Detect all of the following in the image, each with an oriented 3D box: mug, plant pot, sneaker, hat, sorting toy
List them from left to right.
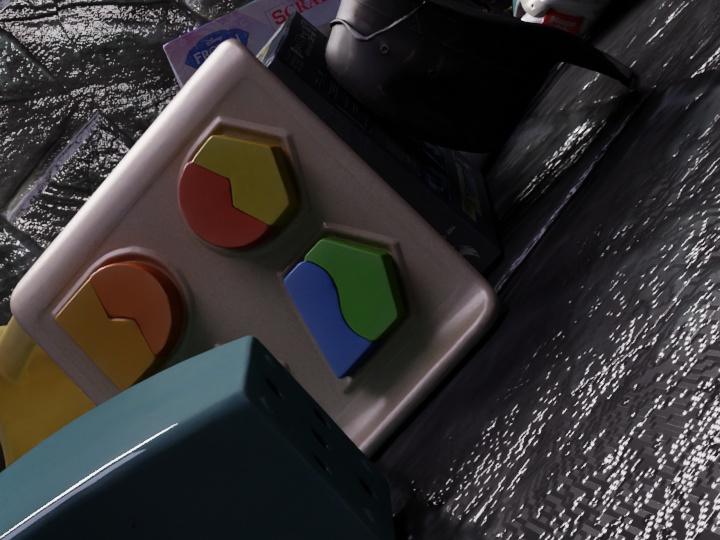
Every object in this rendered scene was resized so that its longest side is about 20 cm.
[{"bbox_3d":[-0.215,0.096,1.097,0.186,0.150,0.153,-16,2,35],"label":"mug"},{"bbox_3d":[-0.089,0.130,0.680,0.200,0.141,0.141,-41,10,8],"label":"plant pot"},{"bbox_3d":[-0.060,0.016,0.828,0.185,0.200,0.036,-48,-15,13],"label":"sorting toy"},{"bbox_3d":[0.041,-0.112,0.910,0.201,0.200,0.081,-107,39,-79],"label":"hat"},{"bbox_3d":[0.148,-0.185,1.073,0.094,0.070,0.200,-69,14,-6],"label":"sneaker"}]

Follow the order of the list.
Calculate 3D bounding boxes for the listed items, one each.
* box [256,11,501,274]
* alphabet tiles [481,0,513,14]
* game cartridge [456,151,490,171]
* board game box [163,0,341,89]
[{"bbox_3d":[0.002,-0.067,0.955,0.051,0.158,0.200,-48,10,13],"label":"box"},{"bbox_3d":[0.059,-0.183,1.269,0.195,0.015,0.200,-15,-13,-34],"label":"alphabet tiles"},{"bbox_3d":[0.037,-0.062,1.163,0.200,0.040,0.133,-39,11,51],"label":"game cartridge"},{"bbox_3d":[-0.040,-0.166,1.280,0.199,0.041,0.200,-26,-9,-4],"label":"board game box"}]
